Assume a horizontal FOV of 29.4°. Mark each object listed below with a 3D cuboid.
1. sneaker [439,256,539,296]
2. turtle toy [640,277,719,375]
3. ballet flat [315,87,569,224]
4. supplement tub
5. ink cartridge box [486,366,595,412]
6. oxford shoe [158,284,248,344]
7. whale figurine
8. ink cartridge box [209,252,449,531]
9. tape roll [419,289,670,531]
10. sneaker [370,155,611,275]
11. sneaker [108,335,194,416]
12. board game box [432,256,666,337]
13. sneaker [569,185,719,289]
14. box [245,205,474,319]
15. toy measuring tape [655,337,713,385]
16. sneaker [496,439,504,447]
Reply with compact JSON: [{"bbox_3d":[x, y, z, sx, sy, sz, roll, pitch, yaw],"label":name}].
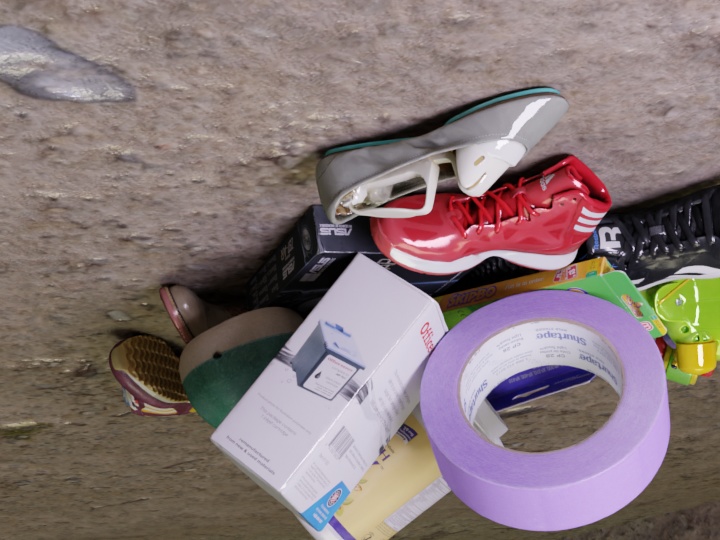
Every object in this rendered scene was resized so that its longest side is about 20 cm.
[{"bbox_3d":[0.126,0.015,1.330,0.090,0.070,0.200,-19,168,-33],"label":"sneaker"},{"bbox_3d":[0.324,0.025,1.334,0.200,0.146,0.101,-4,-177,-9],"label":"turtle toy"},{"bbox_3d":[0.062,-0.076,1.013,0.200,0.064,0.067,-14,161,20],"label":"ballet flat"},{"bbox_3d":[0.024,0.163,1.297,0.200,0.145,0.145,-39,158,2],"label":"supplement tub"},{"bbox_3d":[0.213,0.088,1.469,0.198,0.043,0.200,-26,-177,44],"label":"ink cartridge box"},{"bbox_3d":[-0.125,0.053,1.340,0.075,0.071,0.200,-33,148,8],"label":"oxford shoe"},{"bbox_3d":[-0.080,0.106,1.282,0.159,0.104,0.200,-26,158,17],"label":"whale figurine"},{"bbox_3d":[-0.017,0.106,1.163,0.086,0.200,0.146,32,167,22],"label":"ink cartridge box"},{"bbox_3d":[0.152,0.112,1.134,0.200,0.200,0.066,-10,136,8],"label":"tape roll"},{"bbox_3d":[0.113,-0.057,1.113,0.200,0.078,0.116,-3,149,-29],"label":"sneaker"},{"bbox_3d":[-0.230,0.125,1.486,0.090,0.075,0.200,-19,158,18],"label":"sneaker"},{"bbox_3d":[0.165,0.042,1.226,0.200,0.030,0.096,-13,135,36],"label":"board game box"},{"bbox_3d":[0.256,-0.026,1.198,0.112,0.073,0.200,5,160,-36],"label":"sneaker"},{"bbox_3d":[0.000,0.000,1.247,0.160,0.044,0.200,1,160,-23],"label":"box"},{"bbox_3d":[0.349,0.078,1.463,0.073,0.074,0.200,-14,-175,18],"label":"toy measuring tape"},{"bbox_3d":[0.067,0.170,1.420,0.099,0.200,0.071,-44,-178,-41],"label":"sneaker"}]
